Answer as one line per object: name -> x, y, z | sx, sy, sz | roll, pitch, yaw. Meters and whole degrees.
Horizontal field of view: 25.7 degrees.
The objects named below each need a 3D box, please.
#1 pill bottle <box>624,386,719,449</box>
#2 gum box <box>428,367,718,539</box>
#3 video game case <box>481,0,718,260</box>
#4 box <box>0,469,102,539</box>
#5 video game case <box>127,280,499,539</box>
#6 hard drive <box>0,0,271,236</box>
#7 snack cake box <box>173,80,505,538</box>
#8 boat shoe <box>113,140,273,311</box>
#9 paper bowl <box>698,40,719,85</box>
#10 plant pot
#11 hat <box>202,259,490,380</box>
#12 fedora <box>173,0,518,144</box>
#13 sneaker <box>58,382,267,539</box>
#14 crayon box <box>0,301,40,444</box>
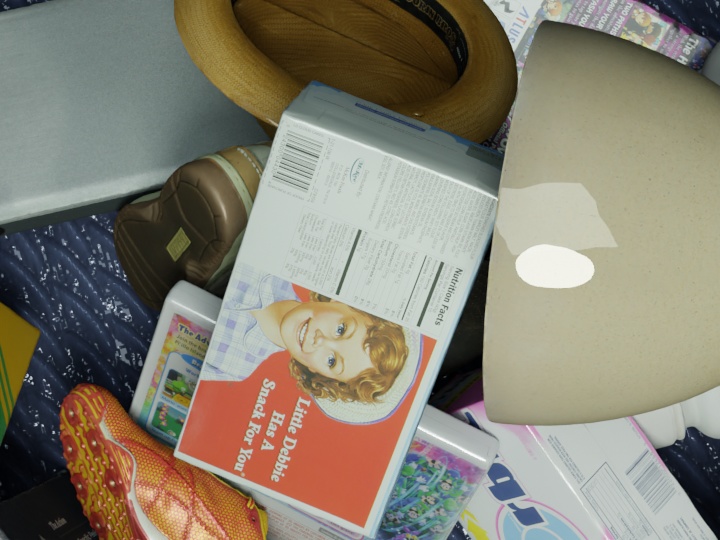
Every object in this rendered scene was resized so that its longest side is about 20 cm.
pill bottle -> 0.235, 0.032, 0.927 | 0.200, 0.114, 0.114 | -20, 87, 1
gum box -> 0.125, 0.145, 0.910 | 0.066, 0.113, 0.200 | -38, 95, -35
video game case -> 0.095, -0.094, 0.975 | 0.181, 0.036, 0.200 | 29, 89, 4
box -> -0.163, 0.230, 0.893 | 0.117, 0.197, 0.200 | -43, 87, 1
video game case -> -0.040, 0.112, 0.920 | 0.200, 0.024, 0.182 | 27, 134, 3
hard drive -> -0.158, -0.104, 0.969 | 0.200, 0.033, 0.140 | -13, 71, 1
snack cake box -> -0.009, 0.021, 0.798 | 0.115, 0.067, 0.200 | 21, 113, 3
boat shoe -> -0.084, -0.027, 0.915 | 0.076, 0.200, 0.072 | -31, 94, -26
paper bowl -> 0.266, -0.083, 0.879 | 0.200, 0.201, 0.104 | -21, 124, 1
plant pot -> 0.143, -0.014, 0.773 | 0.134, 0.200, 0.201 | 9, 88, 12
hat -> 0.000, 0.000, 0.920 | 0.200, 0.201, 0.081 | -2, 63, 2
fedora -> -0.012, -0.114, 0.907 | 0.200, 0.082, 0.201 | 9, 48, -10
sneaker -> -0.102, 0.145, 0.920 | 0.077, 0.073, 0.200 | -37, 89, -38
crayon box -> -0.250, 0.094, 0.900 | 0.052, 0.200, 0.126 | 39, 114, -20
